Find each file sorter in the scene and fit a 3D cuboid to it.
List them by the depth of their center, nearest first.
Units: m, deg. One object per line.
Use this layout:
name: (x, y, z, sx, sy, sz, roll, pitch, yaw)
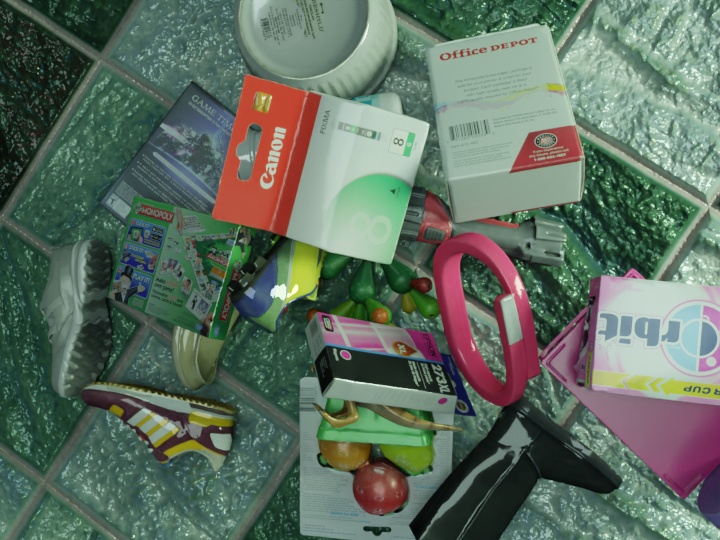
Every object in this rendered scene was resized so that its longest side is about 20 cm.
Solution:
file sorter: (0.315, 0.119, 0.920, 0.200, 0.125, 0.139, 44, 93, 7)

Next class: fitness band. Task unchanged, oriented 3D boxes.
fitness band: (0.137, 0.055, 0.923, 0.037, 0.144, 0.200, -21, 113, -21)

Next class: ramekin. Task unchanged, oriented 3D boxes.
ramekin: (-0.058, -0.293, 1.004, 0.200, 0.105, 0.201, 0, 88, 8)

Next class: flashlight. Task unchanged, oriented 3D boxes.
flashlight: (0.136, -0.052, 0.973, 0.200, 0.068, 0.068, 9, 90, -6)

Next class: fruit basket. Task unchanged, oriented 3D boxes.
fruit basket: (0.019, 0.225, 0.992, 0.185, 0.094, 0.200, 1, 103, 9)

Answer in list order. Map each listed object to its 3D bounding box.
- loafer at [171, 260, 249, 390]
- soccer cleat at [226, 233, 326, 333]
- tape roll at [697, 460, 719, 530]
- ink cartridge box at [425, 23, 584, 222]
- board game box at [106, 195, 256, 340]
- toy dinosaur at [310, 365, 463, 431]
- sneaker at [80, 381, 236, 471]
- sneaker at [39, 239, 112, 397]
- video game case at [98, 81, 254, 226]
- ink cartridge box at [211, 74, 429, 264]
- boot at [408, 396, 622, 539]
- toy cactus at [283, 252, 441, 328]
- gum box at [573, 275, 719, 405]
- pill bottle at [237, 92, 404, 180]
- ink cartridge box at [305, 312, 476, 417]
loafer: (-0.180, 0.050, 1.021, 0.068, 0.076, 0.201, 7, 88, 16)
soccer cleat: (-0.068, -0.011, 0.950, 0.084, 0.065, 0.200, 49, 57, -14)
tape roll: (0.413, 0.178, 0.779, 0.066, 0.200, 0.200, 45, 94, 11)
ink cartridge box: (0.159, -0.168, 0.938, 0.145, 0.083, 0.200, -9, 57, 8)
board game box: (-0.217, -0.008, 0.988, 0.200, 0.029, 0.135, 16, 89, 38)
toy dinosaur: (0.006, 0.134, 0.914, 0.106, 0.060, 0.200, -41, 70, -9)
sneaker: (-0.257, 0.193, 1.027, 0.200, 0.075, 0.090, 10, 84, 10)
sneaker: (-0.368, 0.061, 1.061, 0.082, 0.075, 0.201, 2, 82, 23)
video game case: (-0.221, -0.120, 1.064, 0.143, 0.019, 0.200, 39, 92, 8)
ink cartridge box: (-0.041, -0.106, 0.886, 0.200, 0.050, 0.161, 11, 101, -22)
boot: (0.176, 0.266, 0.943, 0.165, 0.066, 0.200, 37, 83, 0)
toy cactus: (0.000, 0.000, 0.997, 0.200, 0.102, 0.165, 7, 79, 17)
gum box: (0.317, 0.071, 0.825, 0.199, 0.066, 0.114, 6, 86, 7)
pill bottle: (-0.043, -0.144, 0.990, 0.200, 0.111, 0.111, -8, 86, 6)
ink cartridge box: (0.040, 0.105, 0.910, 0.200, 0.095, 0.037, 14, 127, -30)
